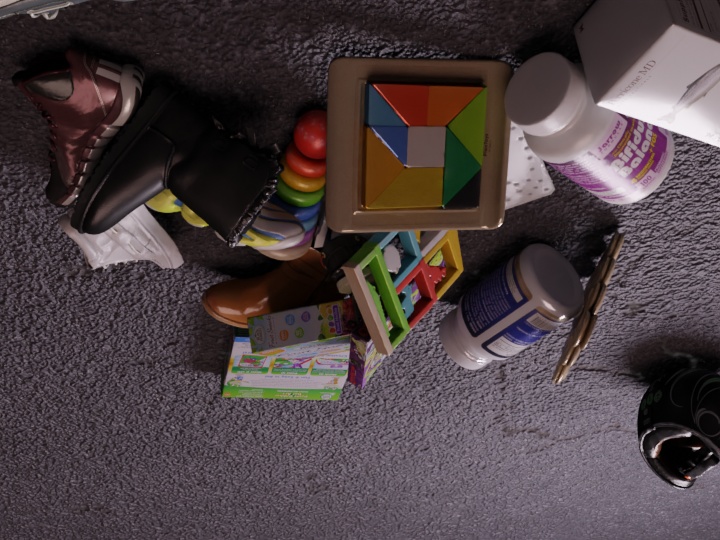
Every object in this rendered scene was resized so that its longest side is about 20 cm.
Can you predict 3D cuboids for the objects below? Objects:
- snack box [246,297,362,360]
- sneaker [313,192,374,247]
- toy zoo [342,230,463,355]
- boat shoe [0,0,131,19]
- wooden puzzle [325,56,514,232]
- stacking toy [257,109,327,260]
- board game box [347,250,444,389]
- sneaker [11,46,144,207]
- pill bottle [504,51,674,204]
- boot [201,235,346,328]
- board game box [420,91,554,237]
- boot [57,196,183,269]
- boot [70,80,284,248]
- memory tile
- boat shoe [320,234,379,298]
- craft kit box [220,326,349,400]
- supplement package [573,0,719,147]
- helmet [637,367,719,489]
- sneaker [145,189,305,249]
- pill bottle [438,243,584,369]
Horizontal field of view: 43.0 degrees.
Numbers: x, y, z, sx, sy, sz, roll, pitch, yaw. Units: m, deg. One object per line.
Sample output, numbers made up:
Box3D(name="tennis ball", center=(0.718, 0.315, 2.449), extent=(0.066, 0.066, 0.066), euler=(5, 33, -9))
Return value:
Box3D(name="snack box", center=(-0.050, 0.081, 1.223), extent=(0.142, 0.053, 0.200), euler=(-13, 169, 11))
Box3D(name="sneaker", center=(-0.004, -0.080, 1.093), extent=(0.080, 0.077, 0.200), euler=(8, 163, -9))
Box3D(name="toy zoo", center=(0.064, -0.012, 1.095), extent=(0.020, 0.200, 0.132), euler=(10, 133, 41))
Box3D(name="boat shoe", center=(-0.283, -0.249, 0.825), extent=(0.199, 0.073, 0.062), euler=(-16, 141, 6))
Box3D(name="wooden puzzle", center=(0.064, -0.132, 0.977), extent=(0.199, 0.037, 0.186), euler=(-1, 105, -10))
Box3D(name="stacking toy", center=(-0.074, -0.105, 1.067), extent=(0.085, 0.086, 0.200), euler=(6, 138, -17))
Box3D(name="board game box", center=(0.049, 0.046, 1.167), extent=(0.032, 0.200, 0.120), euler=(27, 147, 19))
Box3D(name="sneaker", center=(-0.319, -0.159, 0.961), extent=(0.115, 0.076, 0.200), euler=(23, 126, -28))
Box3D(name="pill bottle", center=(0.247, -0.155, 0.994), extent=(0.112, 0.113, 0.200), euler=(-32, 142, 33))
Box3D(name="boot", center=(-0.102, 0.007, 1.228), extent=(0.199, 0.074, 0.155), euler=(-1, 149, -28))
Box3D(name="board game box", center=(0.113, -0.126, 1.103), extent=(0.199, 0.026, 0.200), euler=(-18, 144, 17))
Box3D(name="boot", center=(-0.287, -0.036, 1.089), extent=(0.096, 0.074, 0.200), euler=(-41, 152, -9))
Box3D(name="boot", center=(-0.189, -0.084, 0.967), extent=(0.162, 0.073, 0.199), euler=(35, 92, -4))
Box3D(name="memory tile", center=(0.313, 0.051, 1.254), extent=(0.017, 0.200, 0.154), euler=(24, 145, 9))
Box3D(name="boat shoe", center=(0.002, -0.001, 1.152), extent=(0.073, 0.063, 0.201), euler=(-28, 166, 7))
Box3D(name="craft kit box", center=(-0.112, 0.142, 1.446), extent=(0.199, 0.049, 0.198), euler=(4, 142, -14))
Box3D(name="supplement package", center=(0.336, -0.218, 0.921), extent=(0.199, 0.118, 0.117), euler=(12, 144, -24))
Box3D(name="helmet", center=(0.589, 0.267, 1.602), extent=(0.199, 0.191, 0.201), euler=(21, 134, 23))
Box3D(name="sneaker", center=(-0.151, -0.095, 1.024), extent=(0.199, 0.076, 0.105), euler=(17, 116, 3))
Box3D(name="pill bottle", center=(0.210, 0.058, 1.305), extent=(0.115, 0.116, 0.200), euler=(19, 139, -32))
